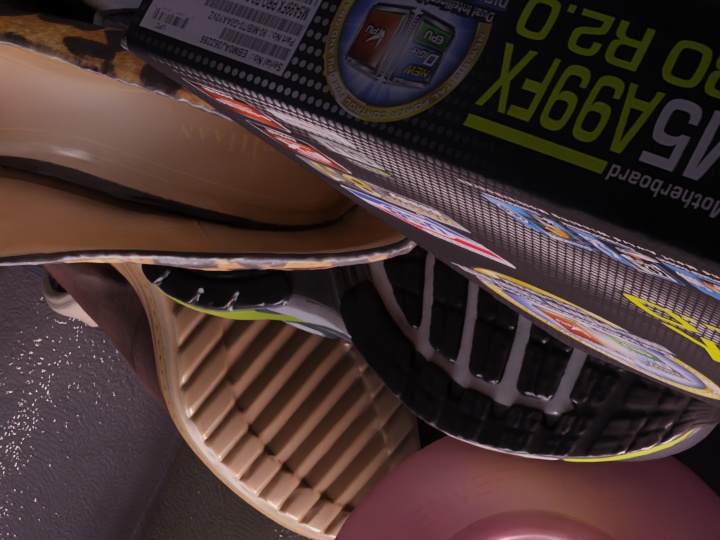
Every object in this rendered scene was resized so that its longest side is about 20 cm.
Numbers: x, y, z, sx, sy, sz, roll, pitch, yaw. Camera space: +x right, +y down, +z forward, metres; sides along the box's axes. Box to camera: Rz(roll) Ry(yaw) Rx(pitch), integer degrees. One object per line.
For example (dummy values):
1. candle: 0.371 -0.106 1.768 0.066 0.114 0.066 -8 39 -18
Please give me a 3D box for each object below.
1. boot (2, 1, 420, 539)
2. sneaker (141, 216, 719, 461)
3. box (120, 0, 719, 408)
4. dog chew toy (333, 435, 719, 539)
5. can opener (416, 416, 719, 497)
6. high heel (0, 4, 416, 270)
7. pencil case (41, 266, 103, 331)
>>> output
1. boot: -0.063 -0.004 0.947 0.200 0.072 0.166 52 172 -11
2. sneaker: 0.028 0.000 0.773 0.081 0.074 0.200 12 -170 -44
3. box: 0.075 -0.004 0.543 0.200 0.044 0.160 23 173 42
4. dog chew toy: 0.053 0.109 0.812 0.124 0.125 0.200 26 173 11
5. can opener: 0.070 0.062 0.899 0.200 0.067 0.053 26 174 45
6. high heel: -0.086 -0.023 0.698 0.200 0.071 0.143 -14 -153 -34
7. pencil case: -0.021 0.020 1.092 0.200 0.078 0.089 29 170 -22
